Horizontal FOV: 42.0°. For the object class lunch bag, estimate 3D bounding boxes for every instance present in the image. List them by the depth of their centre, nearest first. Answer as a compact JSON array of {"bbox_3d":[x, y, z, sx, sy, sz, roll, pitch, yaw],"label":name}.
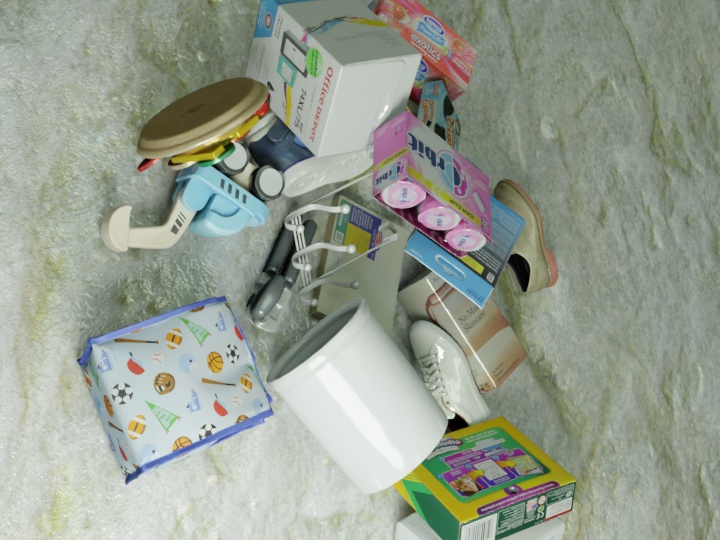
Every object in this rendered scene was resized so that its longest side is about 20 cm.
[{"bbox_3d":[-0.218,0.139,1.138,0.198,0.124,0.172,-22,84,-32],"label":"lunch bag"}]

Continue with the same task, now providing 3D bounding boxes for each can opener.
[{"bbox_3d":[-0.106,-0.001,1.317,0.052,0.066,0.202,33,51,-18],"label":"can opener"}]

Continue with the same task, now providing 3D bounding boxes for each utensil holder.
[{"bbox_3d":[-0.001,0.168,1.251,0.201,0.169,0.170,51,51,-8],"label":"utensil holder"}]

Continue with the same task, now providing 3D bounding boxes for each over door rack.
[{"bbox_3d":[-0.013,-0.056,1.310,0.066,0.150,0.199,29,53,34],"label":"over door rack"}]

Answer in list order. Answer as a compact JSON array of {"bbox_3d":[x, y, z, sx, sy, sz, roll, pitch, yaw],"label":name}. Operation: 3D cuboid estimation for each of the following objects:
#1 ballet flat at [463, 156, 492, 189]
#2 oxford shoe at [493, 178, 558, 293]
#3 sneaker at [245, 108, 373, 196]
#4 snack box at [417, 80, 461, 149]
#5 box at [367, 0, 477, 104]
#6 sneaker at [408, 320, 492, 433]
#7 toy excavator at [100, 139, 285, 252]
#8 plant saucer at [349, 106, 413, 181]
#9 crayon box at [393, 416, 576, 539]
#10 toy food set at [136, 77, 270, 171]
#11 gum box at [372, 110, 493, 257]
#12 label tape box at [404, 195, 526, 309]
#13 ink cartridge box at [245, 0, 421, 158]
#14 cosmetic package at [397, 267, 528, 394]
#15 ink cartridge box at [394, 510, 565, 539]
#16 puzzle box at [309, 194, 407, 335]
[{"bbox_3d":[0.169,-0.138,1.524,0.199,0.068,0.071,19,54,-66],"label":"ballet flat"},{"bbox_3d":[0.271,-0.059,1.606,0.074,0.070,0.203,-20,82,-34],"label":"oxford shoe"},{"bbox_3d":[-0.073,-0.199,1.367,0.198,0.081,0.147,-25,68,-32],"label":"sneaker"},{"bbox_3d":[0.123,-0.195,1.540,0.117,0.036,0.203,54,40,-51],"label":"snack box"},{"bbox_3d":[0.091,-0.374,1.589,0.199,0.094,0.104,34,54,-19],"label":"box"},{"bbox_3d":[0.124,0.172,1.399,0.084,0.072,0.202,-34,94,-42],"label":"sneaker"},{"bbox_3d":[-0.221,-0.082,1.249,0.193,0.099,0.203,33,70,-28],"label":"toy excavator"},{"bbox_3d":[-0.023,-0.255,1.488,0.199,0.048,0.201,-40,96,-39],"label":"plant saucer"},{"bbox_3d":[0.166,0.291,1.297,0.197,0.172,0.059,-11,117,-28],"label":"crayon box"},{"bbox_3d":[-0.209,-0.193,1.239,0.198,0.197,0.049,-49,127,-38],"label":"toy food set"},{"bbox_3d":[0.105,-0.113,1.301,0.199,0.066,0.115,32,46,-37],"label":"gum box"},{"bbox_3d":[0.148,-0.038,1.399,0.142,0.066,0.201,35,51,-2],"label":"label tape box"},{"bbox_3d":[-0.042,-0.282,1.309,0.144,0.148,0.200,-16,50,-36],"label":"ink cartridge box"},{"bbox_3d":[0.157,0.083,1.452,0.103,0.087,0.202,-38,94,-38],"label":"cosmetic package"},{"bbox_3d":[0.163,0.375,1.290,0.198,0.144,0.086,-19,126,-38],"label":"ink cartridge box"},{"bbox_3d":[0.000,0.000,1.413,0.132,0.025,0.203,26,58,-24],"label":"puzzle box"}]
